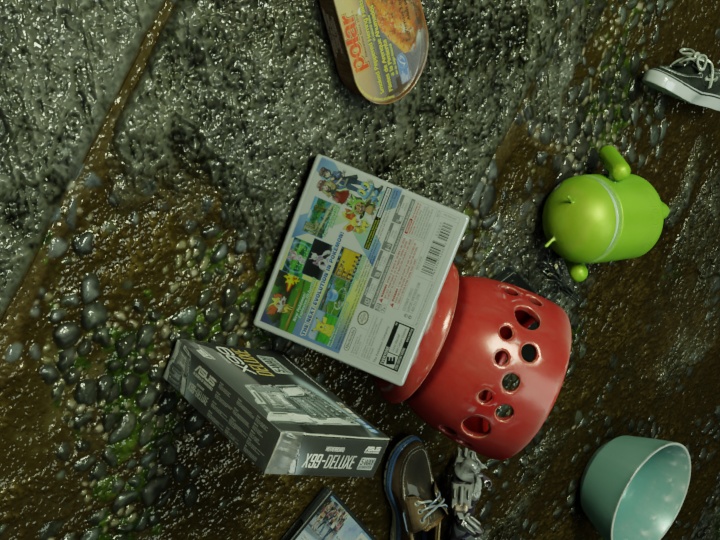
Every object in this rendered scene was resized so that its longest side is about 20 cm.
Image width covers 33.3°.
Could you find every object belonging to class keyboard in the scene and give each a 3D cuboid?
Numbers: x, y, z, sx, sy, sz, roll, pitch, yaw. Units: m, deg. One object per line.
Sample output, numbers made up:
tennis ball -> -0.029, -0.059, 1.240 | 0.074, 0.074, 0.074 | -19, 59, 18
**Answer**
keyboard -> 0.238, 0.049, 1.634 | 0.127, 0.021, 0.200 | -36, 138, 10

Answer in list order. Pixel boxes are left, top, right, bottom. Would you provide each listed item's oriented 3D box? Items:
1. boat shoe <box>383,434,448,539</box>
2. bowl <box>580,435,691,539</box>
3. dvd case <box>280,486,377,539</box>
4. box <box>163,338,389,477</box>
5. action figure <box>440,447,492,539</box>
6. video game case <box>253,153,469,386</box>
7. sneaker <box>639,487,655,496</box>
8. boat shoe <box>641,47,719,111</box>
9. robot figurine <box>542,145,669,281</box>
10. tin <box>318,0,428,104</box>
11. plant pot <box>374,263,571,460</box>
boat shoe -> 0.082, 0.311, 1.597 | 0.072, 0.072, 0.202 | -27, 126, -31
bowl -> 0.425, 0.344, 1.916 | 0.199, 0.105, 0.203 | -20, 122, -35
dvd case -> -0.073, 0.385, 1.527 | 0.200, 0.017, 0.143 | -48, 134, -14
box -> -0.090, 0.144, 1.262 | 0.157, 0.199, 0.050 | 13, 106, -45
action figure -> 0.146, 0.329, 1.657 | 0.130, 0.068, 0.202 | -58, 158, -52
video game case -> 0.000, 0.000, 1.317 | 0.022, 0.180, 0.202 | -58, 170, -83
sneaker -> 0.470, 0.405, 2.019 | 0.201, 0.070, 0.099 | -56, 135, -16
boat shoe -> 0.460, -0.269, 1.670 | 0.198, 0.073, 0.069 | 5, 111, -45
robot figurine -> 0.325, -0.070, 1.610 | 0.198, 0.116, 0.177 | -6, 126, -41
tin -> 0.012, -0.273, 1.273 | 0.112, 0.042, 0.202 | -39, 132, -29
plant pot -> 0.123, 0.101, 1.423 | 0.181, 0.200, 0.203 | 22, 95, -15
